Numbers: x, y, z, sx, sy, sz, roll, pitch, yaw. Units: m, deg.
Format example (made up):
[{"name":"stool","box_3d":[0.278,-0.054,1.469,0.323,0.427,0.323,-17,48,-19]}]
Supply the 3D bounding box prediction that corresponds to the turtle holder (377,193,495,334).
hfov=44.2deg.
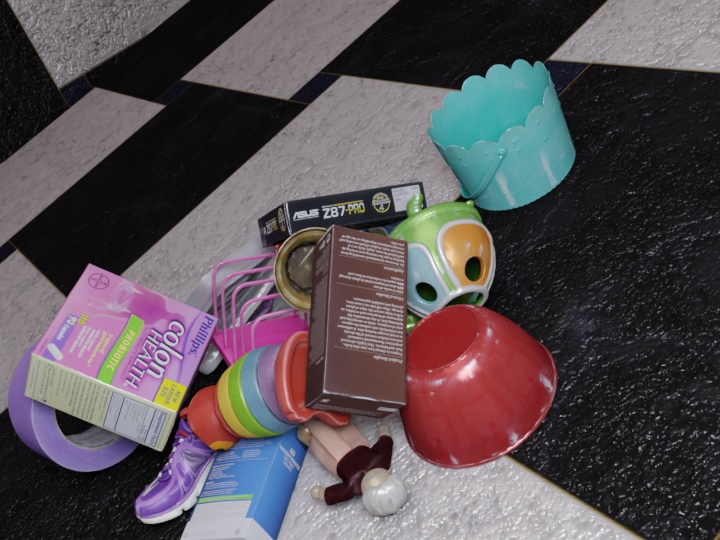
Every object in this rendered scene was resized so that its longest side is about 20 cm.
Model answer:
[{"name":"turtle holder","box_3d":[0.087,0.003,1.120,0.185,0.140,0.133,-36,58,22]}]

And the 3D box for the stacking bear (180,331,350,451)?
[{"name":"stacking bear","box_3d":[-0.129,0.159,1.079,0.199,0.121,0.115,-26,64,29]}]

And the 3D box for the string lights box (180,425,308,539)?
[{"name":"string lights box","box_3d":[-0.136,0.260,1.105,0.102,0.059,0.201,-12,39,30]}]

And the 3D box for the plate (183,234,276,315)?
[{"name":"plate","box_3d":[-0.209,0.023,1.397,0.200,0.032,0.200,-42,-5,-44]}]

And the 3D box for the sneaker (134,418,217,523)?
[{"name":"sneaker","box_3d":[-0.234,0.246,1.189,0.080,0.084,0.200,15,57,50]}]

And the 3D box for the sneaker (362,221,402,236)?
[{"name":"sneaker","box_3d":[-0.017,-0.047,1.381,0.199,0.076,0.077,-24,35,24]}]

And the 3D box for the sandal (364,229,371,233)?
[{"name":"sandal","box_3d":[0.001,-0.001,1.204,0.079,0.058,0.201,-31,13,17]}]

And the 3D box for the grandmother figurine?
[{"name":"grandmother figurine","box_3d":[-0.009,0.225,1.039,0.122,0.061,0.200,-49,32,-7]}]

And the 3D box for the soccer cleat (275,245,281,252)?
[{"name":"soccer cleat","box_3d":[-0.040,-0.006,1.322,0.198,0.077,0.067,12,66,35]}]

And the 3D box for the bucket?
[{"name":"bucket","box_3d":[0.212,-0.196,1.313,0.206,0.135,0.208,-23,33,16]}]

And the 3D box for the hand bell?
[{"name":"hand bell","box_3d":[-0.080,-0.011,1.170,0.104,0.104,0.200,-39,14,-8]}]

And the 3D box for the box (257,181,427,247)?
[{"name":"box","box_3d":[-0.028,-0.076,1.224,0.198,0.050,0.161,-11,-3,-19]}]

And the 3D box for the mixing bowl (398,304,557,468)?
[{"name":"mixing bowl","box_3d":[0.114,0.113,1.026,0.199,0.109,0.201,-24,33,17]}]

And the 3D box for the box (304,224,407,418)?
[{"name":"box","box_3d":[-0.003,0.059,1.015,0.075,0.099,0.202,134,143,-57]}]

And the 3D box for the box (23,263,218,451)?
[{"name":"box","box_3d":[-0.320,0.115,1.204,0.177,0.198,0.097,-72,9,-47]}]

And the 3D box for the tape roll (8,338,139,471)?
[{"name":"tape roll","box_3d":[-0.407,0.188,1.310,0.084,0.201,0.201,6,49,46]}]

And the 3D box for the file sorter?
[{"name":"file sorter","box_3d":[-0.118,0.069,1.227,0.138,0.127,0.200,-11,25,-22]}]

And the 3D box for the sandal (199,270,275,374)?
[{"name":"sandal","box_3d":[-0.180,0.082,1.392,0.203,0.050,0.082,-53,20,-4]}]
